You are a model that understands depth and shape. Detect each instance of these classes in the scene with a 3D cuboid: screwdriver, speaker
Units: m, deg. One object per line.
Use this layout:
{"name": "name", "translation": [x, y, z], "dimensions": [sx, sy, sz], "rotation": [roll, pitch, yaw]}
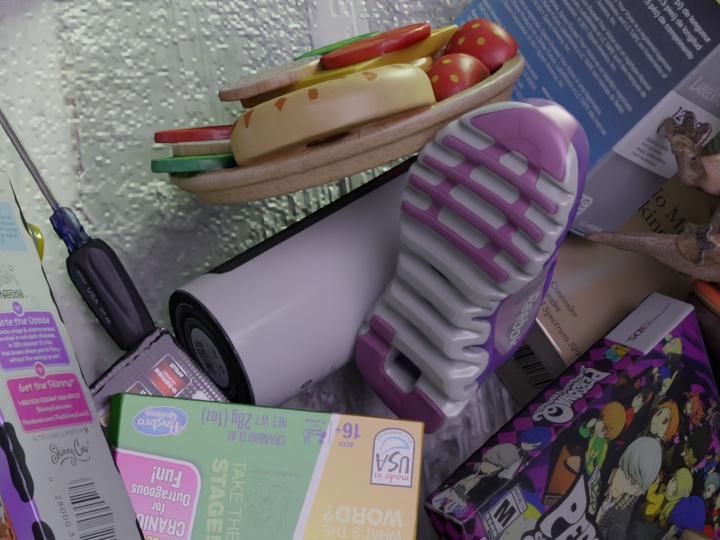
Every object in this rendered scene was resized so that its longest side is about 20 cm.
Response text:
{"name": "screwdriver", "translation": [-0.168, -0.045, 0.799], "dimensions": [0.028, 0.029, 0.201], "rotation": [-33, 89, -25]}
{"name": "speaker", "translation": [0.000, 0.000, 0.824], "dimensions": [0.199, 0.081, 0.082], "rotation": [-31, 90, -24]}

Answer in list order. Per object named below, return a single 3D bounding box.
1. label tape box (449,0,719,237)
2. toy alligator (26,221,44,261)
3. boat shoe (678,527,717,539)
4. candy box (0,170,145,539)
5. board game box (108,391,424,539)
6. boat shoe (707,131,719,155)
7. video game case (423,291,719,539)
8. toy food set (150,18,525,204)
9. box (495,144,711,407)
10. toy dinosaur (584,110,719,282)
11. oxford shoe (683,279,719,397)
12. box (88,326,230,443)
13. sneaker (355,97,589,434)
{"name": "label tape box", "translation": [0.149, -0.136, 0.809], "dimensions": [0.066, 0.200, 0.144], "rotation": [20, 33, -47]}
{"name": "toy alligator", "translation": [-0.186, 0.035, 0.744], "dimensions": [0.059, 0.054, 0.201], "rotation": [10, 56, -44]}
{"name": "boat shoe", "translation": [0.215, 0.219, 0.835], "dimensions": [0.065, 0.071, 0.200], "rotation": [-44, 124, -14]}
{"name": "candy box", "translation": [-0.202, 0.079, 0.668], "dimensions": [0.071, 0.167, 0.201], "rotation": [0, 66, -65]}
{"name": "board game box", "translation": [-0.052, 0.165, 0.726], "dimensions": [0.152, 0.040, 0.202], "rotation": [6, 82, -14]}
{"name": "boat shoe", "translation": [0.223, -0.078, 0.853], "dimensions": [0.070, 0.069, 0.202], "rotation": [-12, 90, -6]}
{"name": "video game case", "translation": [0.135, 0.144, 0.819], "dimensions": [0.181, 0.036, 0.201], "rotation": [-38, 123, -24]}
{"name": "toy food set", "translation": [-0.014, -0.084, 0.780], "dimensions": [0.199, 0.197, 0.049], "rotation": [-30, 107, -40]}
{"name": "box", "translation": [0.161, -0.006, 0.892], "dimensions": [0.200, 0.078, 0.095], "rotation": [-40, 94, -24]}
{"name": "toy dinosaur", "translation": [0.223, -0.037, 0.782], "dimensions": [0.135, 0.199, 0.086], "rotation": [31, 29, -53]}
{"name": "oxford shoe", "translation": [0.223, 0.077, 0.864], "dimensions": [0.072, 0.071, 0.200], "rotation": [-41, 129, 3]}
{"name": "box", "translation": [-0.095, 0.155, 0.759], "dimensions": [0.160, 0.044, 0.200], "rotation": [-41, 95, -16]}
{"name": "sneaker", "translation": [0.065, -0.010, 0.749], "dimensions": [0.088, 0.201, 0.080], "rotation": [-28, 62, -39]}
